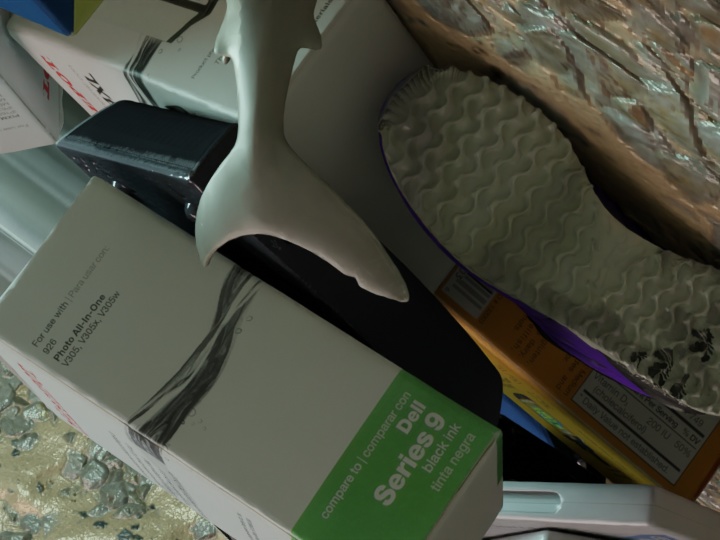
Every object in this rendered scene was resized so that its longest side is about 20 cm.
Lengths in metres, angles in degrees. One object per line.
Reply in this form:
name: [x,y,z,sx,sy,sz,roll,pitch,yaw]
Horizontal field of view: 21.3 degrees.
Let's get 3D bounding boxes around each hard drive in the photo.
hard drive: [-0.029,0.001,0.826,0.200,0.042,0.135,44,165,-33]

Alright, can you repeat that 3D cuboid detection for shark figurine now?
shark figurine: [-0.007,-0.100,0.633,0.089,0.215,0.129,1,131,1]

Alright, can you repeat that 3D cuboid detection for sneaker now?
sneaker: [0.082,-0.005,0.815,0.200,0.070,0.100,40,172,-6]

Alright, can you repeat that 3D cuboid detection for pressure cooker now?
pressure cooker: [-0.158,-0.013,1.275,0.200,0.179,0.176,34,166,21]

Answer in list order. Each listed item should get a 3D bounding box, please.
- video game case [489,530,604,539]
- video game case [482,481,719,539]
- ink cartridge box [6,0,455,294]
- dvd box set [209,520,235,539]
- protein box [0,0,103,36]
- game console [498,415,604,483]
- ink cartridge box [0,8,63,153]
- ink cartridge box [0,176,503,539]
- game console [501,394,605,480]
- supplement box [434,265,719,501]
video game case: [0.147,0.165,0.989,0.199,0.023,0.182,12,165,-17]
video game case: [0.106,0.133,0.970,0.182,0.022,0.200,-2,164,33]
ink cartridge box: [-0.048,-0.079,0.884,0.200,0.084,0.146,24,163,45]
dvd box set: [-0.015,0.153,1.053,0.146,0.029,0.200,43,-175,0]
protein box: [-0.157,-0.203,0.587,0.200,0.135,0.199,27,165,46]
game console: [0.025,0.078,1.077,0.175,0.117,0.200,-13,158,22]
ink cartridge box: [-0.215,-0.159,0.903,0.085,0.148,0.200,-8,155,9]
ink cartridge box: [-0.044,0.063,0.798,0.200,0.084,0.146,32,167,13]
game console: [0.058,0.126,1.335,0.200,0.177,0.116,31,-164,34]
supplement box: [0.095,0.034,0.945,0.200,0.069,0.067,42,169,-12]
